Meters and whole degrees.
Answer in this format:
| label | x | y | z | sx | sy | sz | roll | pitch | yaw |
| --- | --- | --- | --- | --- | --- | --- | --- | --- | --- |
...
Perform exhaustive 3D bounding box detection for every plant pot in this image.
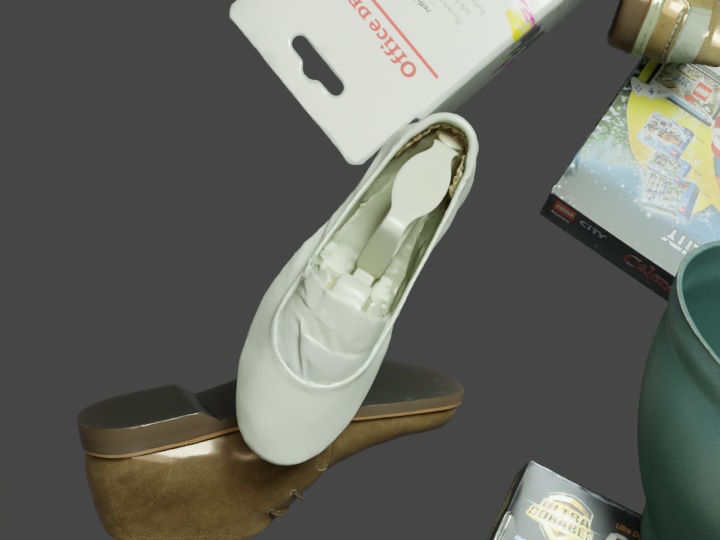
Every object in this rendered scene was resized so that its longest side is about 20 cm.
| label | x | y | z | sx | sy | sz | roll | pitch | yaw |
| --- | --- | --- | --- | --- | --- | --- | --- | --- | --- |
| plant pot | 0.214 | 0.097 | 0.886 | 0.199 | 0.135 | 0.201 | 18 | 29 | -10 |

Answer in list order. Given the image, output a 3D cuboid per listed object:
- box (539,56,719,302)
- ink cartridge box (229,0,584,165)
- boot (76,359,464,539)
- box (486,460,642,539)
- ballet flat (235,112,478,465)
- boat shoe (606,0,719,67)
| label | x | y | z | sx | sy | sz | roll | pitch | yaw |
| --- | --- | --- | --- | --- | --- | --- | --- | --- | --- |
| box | 0.217 | -0.033 | 1.007 | 0.199 | 0.038 | 0.137 | 35 | 74 | 6 |
| ink cartridge box | 0.040 | -0.155 | 1.000 | 0.200 | 0.068 | 0.115 | -39 | 85 | -2 |
| boot | -0.042 | 0.093 | 0.951 | 0.198 | 0.074 | 0.076 | -9 | 104 | -11 |
| box | 0.137 | 0.211 | 0.926 | 0.199 | 0.046 | 0.160 | 25 | 73 | 3 |
| ballet flat | 0.000 | 0.000 | 0.906 | 0.069 | 0.070 | 0.201 | 29 | 68 | 5 |
| boat shoe | 0.195 | -0.178 | 1.013 | 0.076 | 0.072 | 0.201 | 21 | 55 | 6 |
